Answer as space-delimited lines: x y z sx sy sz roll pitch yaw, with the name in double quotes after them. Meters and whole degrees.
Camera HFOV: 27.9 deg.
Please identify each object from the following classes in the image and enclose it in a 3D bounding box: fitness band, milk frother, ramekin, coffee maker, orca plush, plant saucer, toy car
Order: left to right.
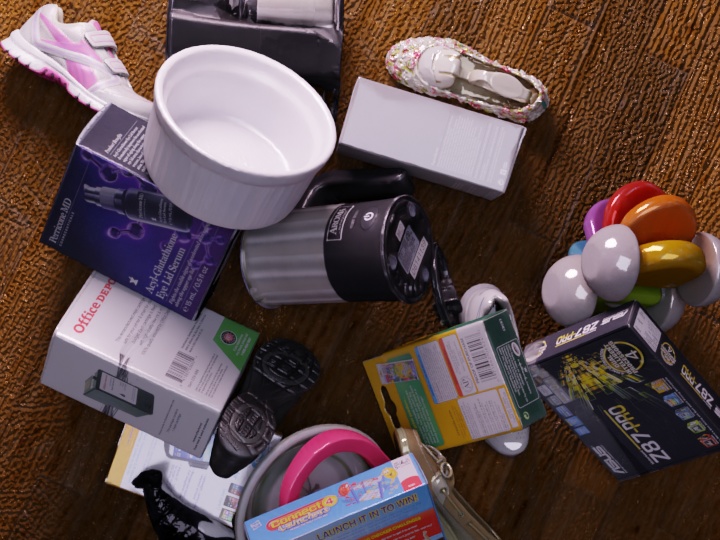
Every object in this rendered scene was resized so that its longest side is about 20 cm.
-0.180 0.308 1.623 0.105 0.071 0.201 -24 111 17 "orca plush"
-0.134 -0.137 1.543 0.199 0.201 0.098 27 130 -2 "ramekin"
-0.119 -0.256 1.637 0.198 0.135 0.194 3 89 -2 "coffee maker"
-0.060 0.261 1.643 0.199 0.050 0.202 -11 111 -29 "plant saucer"
-0.015 0.266 1.624 0.144 0.037 0.200 -47 125 -13 "fitness band"
0.000 0.000 1.643 0.187 0.181 0.201 -2 122 31 "milk frother"
0.303 -0.019 1.631 0.174 0.200 0.151 4 66 -24 "toy car"

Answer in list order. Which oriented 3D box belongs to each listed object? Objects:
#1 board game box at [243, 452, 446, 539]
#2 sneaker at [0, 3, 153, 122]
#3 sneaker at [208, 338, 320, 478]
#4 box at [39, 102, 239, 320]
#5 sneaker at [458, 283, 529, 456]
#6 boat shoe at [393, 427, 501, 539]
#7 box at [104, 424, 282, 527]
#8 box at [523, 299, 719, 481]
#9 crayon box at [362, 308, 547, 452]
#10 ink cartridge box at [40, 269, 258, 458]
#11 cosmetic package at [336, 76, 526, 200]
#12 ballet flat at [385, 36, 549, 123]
-0.002 0.321 1.576 0.199 0.056 0.197 -21 123 -5 "board game box"
-0.307 -0.235 1.654 0.199 0.081 0.089 33 89 -2 "sneaker"
-0.115 0.152 1.628 0.076 0.091 0.200 38 44 3 "sneaker"
-0.232 -0.065 1.609 0.199 0.105 0.148 26 125 -3 "box"
0.155 0.116 1.663 0.074 0.087 0.202 -13 91 -7 "sneaker"
0.097 0.252 1.641 0.063 0.073 0.202 -27 111 1 "boat shoe"
-0.180 0.219 1.670 0.199 0.041 0.120 20 88 -4 "box"
0.297 0.137 1.615 0.200 0.161 0.049 47 45 -20 "box"
0.104 0.131 1.637 0.051 0.199 0.127 -21 89 -45 "crayon box"
-0.233 0.096 1.612 0.199 0.146 0.084 26 128 -1 "ink cartridge box"
0.076 -0.149 1.658 0.199 0.107 0.091 19 88 -4 "cosmetic package"
0.127 -0.227 1.683 0.198 0.064 0.076 15 89 -2 "ballet flat"
